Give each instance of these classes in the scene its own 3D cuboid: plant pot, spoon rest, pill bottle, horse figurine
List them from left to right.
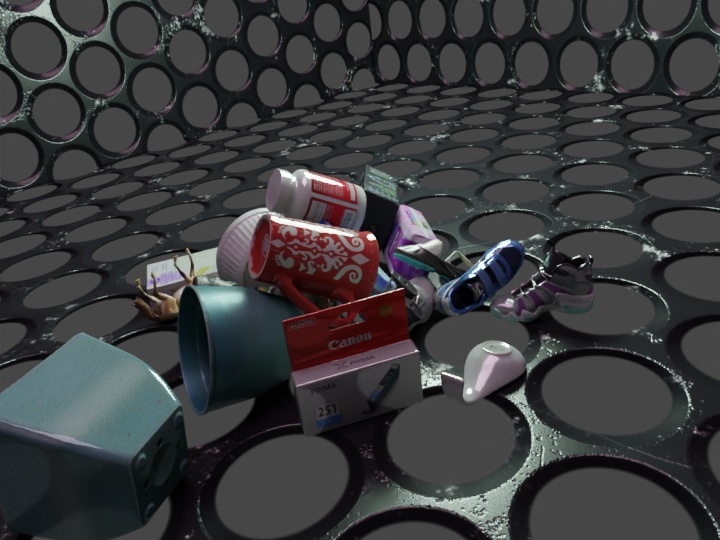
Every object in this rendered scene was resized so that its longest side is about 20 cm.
[{"bbox_3d":[-0.343,0.235,0.833,0.194,0.202,0.197,10,29,15],"label":"plant pot"},{"bbox_3d":[-0.396,0.047,1.332,0.199,0.135,0.049,-38,18,-33],"label":"horse figurine"},{"bbox_3d":[-0.189,0.120,1.029,0.183,0.207,0.199,-4,20,-31],"label":"plant pot"},{"bbox_3d":[-0.094,-0.144,1.297,0.195,0.115,0.112,12,14,-29],"label":"pill bottle"},{"bbox_3d":[0.191,0.162,0.978,0.097,0.063,0.197,15,20,37],"label":"spoon rest"}]

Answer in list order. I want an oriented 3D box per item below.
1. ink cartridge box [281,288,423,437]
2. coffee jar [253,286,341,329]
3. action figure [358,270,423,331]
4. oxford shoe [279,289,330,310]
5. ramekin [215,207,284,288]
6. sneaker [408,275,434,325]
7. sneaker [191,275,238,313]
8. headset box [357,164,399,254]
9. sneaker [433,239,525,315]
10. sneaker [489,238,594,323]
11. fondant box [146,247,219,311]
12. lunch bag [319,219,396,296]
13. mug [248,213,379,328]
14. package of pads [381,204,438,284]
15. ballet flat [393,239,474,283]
[{"bbox_3d":[-0.008,0.139,0.927,0.194,0.181,0.045,-14,25,-12],"label":"ink cartridge box"},{"bbox_3d":[-0.137,0.075,1.208,0.193,0.088,0.105,-7,28,1],"label":"coffee jar"},{"bbox_3d":[0.022,0.102,1.025,0.068,0.201,0.132,29,31,-16],"label":"action figure"},{"bbox_3d":[-0.080,0.077,1.110,0.071,0.072,0.203,-26,68,-13],"label":"oxford shoe"},{"bbox_3d":[-0.197,-0.020,1.307,0.198,0.207,0.094,-21,38,-26],"label":"ramekin"},{"bbox_3d":[0.095,0.060,1.143,0.074,0.101,0.200,28,41,12],"label":"sneaker"},{"bbox_3d":[-0.266,0.088,1.152,0.111,0.202,0.078,6,48,-20],"label":"sneaker"},{"bbox_3d":[0.018,-0.123,1.443,0.090,0.178,0.201,21,23,-8],"label":"headset box"},{"bbox_3d":[0.229,0.020,1.152,0.198,0.075,0.082,-39,4,2],"label":"sneaker"},{"bbox_3d":[0.328,0.011,1.127,0.193,0.144,0.078,-9,25,-4],"label":"sneaker"},{"bbox_3d":[-0.395,0.015,1.449,0.194,0.060,0.145,-16,26,-13],"label":"fondant box"},{"bbox_3d":[0.000,0.000,1.243,0.198,0.150,0.096,27,80,41],"label":"lunch bag"},{"bbox_3d":[-0.076,-0.011,1.041,0.195,0.136,0.179,13,25,-28],"label":"mug"},{"bbox_3d":[0.104,-0.052,1.350,0.074,0.123,0.201,17,21,-14],"label":"package of pads"},{"bbox_3d":[0.160,-0.015,1.226,0.196,0.070,0.068,29,-8,-4],"label":"ballet flat"}]
